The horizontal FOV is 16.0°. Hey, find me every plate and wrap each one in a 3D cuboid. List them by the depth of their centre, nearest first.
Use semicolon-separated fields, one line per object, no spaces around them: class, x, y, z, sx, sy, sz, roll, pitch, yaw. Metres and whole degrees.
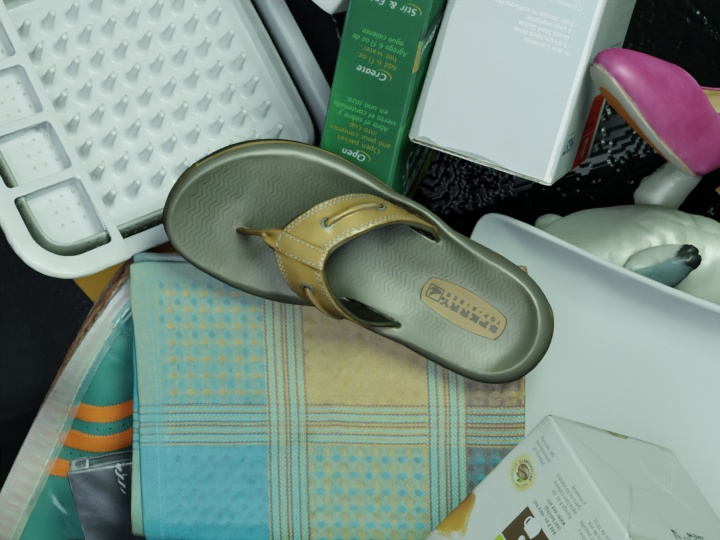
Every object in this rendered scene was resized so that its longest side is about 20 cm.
plate;0.119;0.096;1.282;0.199;0.032;0.201;23;102;22

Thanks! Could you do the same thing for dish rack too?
dish rack;-0.122;-0.091;1.338;0.199;0.044;0.172;-23;78;-25

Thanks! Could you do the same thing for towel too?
towel;-0.016;0.066;1.281;0.198;0.022;0.148;1;93;2

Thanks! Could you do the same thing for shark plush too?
shark plush;0.118;0.019;1.340;0.199;0.091;0.084;-20;124;9

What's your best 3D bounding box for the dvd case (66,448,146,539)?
dvd case;-0.061;0.172;1.353;0.147;0.016;0.201;-10;121;2

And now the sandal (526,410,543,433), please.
sandal;0.146;0.099;1.344;0.199;0.080;0.087;33;62;17

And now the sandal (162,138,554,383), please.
sandal;0.000;0.000;1.235;0.199;0.055;0.082;28;102;-1

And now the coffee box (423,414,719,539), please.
coffee box;0.071;0.170;1.218;0.200;0.114;0.080;-47;54;19

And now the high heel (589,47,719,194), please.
high heel;0.189;-0.085;1.250;0.096;0.200;0.067;-49;45;9

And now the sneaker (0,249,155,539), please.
sneaker;-0.128;0.079;1.357;0.079;0.072;0.201;26;119;-6

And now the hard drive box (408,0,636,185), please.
hard drive box;0.098;-0.155;1.273;0.076;0.156;0.201;18;102;9

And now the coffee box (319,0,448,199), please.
coffee box;0.021;-0.112;1.278;0.044;0.123;0.201;18;127;7

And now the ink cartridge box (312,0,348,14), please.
ink cartridge box;0.008;-0.247;1.327;0.116;0.067;0.200;39;104;6

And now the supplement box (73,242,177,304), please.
supplement box;-0.086;0.017;1.379;0.200;0.069;0.067;49;125;4
